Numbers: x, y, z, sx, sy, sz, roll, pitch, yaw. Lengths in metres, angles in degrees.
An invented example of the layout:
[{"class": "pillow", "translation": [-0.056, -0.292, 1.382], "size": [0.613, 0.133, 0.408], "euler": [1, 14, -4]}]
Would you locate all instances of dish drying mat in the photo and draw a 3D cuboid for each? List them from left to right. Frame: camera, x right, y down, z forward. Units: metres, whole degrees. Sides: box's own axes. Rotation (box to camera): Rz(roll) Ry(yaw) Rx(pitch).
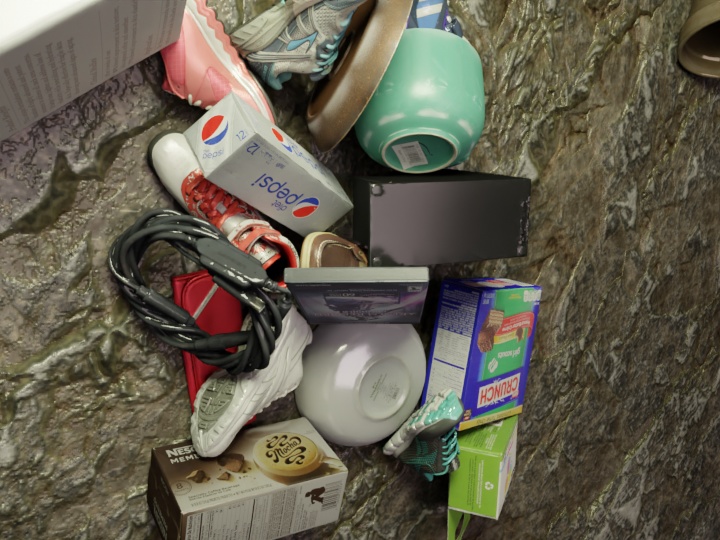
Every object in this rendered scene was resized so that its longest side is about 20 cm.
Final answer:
[{"class": "dish drying mat", "translation": [-0.168, 0.097, 0.749], "size": [0.077, 0.018, 0.201], "euler": [-15, 108, -31]}]

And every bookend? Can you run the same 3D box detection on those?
[{"class": "bookend", "translation": [0.066, -0.071, 0.781], "size": [0.199, 0.199, 0.092], "euler": [-5, 104, -22]}]

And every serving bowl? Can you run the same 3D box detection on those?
[{"class": "serving bowl", "translation": [0.015, 0.146, 0.853], "size": [0.200, 0.066, 0.201], "euler": [-9, 106, -33]}]

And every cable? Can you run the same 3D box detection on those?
[{"class": "cable", "translation": [-0.169, 0.024, 0.663], "size": [0.051, 0.200, 0.163], "euler": [-58, 173, -49]}]

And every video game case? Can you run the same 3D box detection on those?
[{"class": "video game case", "translation": [0.000, 0.032, 0.719], "size": [0.142, 0.200, 0.019], "euler": [0, 73, 3]}]

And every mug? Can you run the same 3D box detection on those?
[{"class": "mug", "translation": [0.082, -0.180, 0.750], "size": [0.185, 0.152, 0.115], "euler": [11, 66, -21]}]

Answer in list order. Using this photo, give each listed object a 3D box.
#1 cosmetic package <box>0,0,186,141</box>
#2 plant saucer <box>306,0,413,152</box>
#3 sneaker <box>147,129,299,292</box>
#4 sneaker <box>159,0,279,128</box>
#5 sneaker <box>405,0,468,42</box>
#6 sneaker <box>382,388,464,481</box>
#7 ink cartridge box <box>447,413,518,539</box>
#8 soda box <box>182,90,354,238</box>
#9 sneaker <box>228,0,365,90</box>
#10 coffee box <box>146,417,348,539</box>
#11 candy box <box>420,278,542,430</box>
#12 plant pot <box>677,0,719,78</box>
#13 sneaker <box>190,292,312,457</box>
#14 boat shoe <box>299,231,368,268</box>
[{"class": "cosmetic package", "translation": [-0.263, -0.235, 0.497], "size": [0.200, 0.167, 0.167], "euler": [-39, 99, -20]}, {"class": "plant saucer", "translation": [-0.009, -0.223, 0.682], "size": [0.032, 0.200, 0.201], "euler": [25, 86, -20]}, {"class": "sneaker", "translation": [-0.137, -0.060, 0.677], "size": [0.067, 0.108, 0.202], "euler": [-41, 120, -12]}, {"class": "sneaker", "translation": [-0.160, -0.197, 0.672], "size": [0.087, 0.074, 0.200], "euler": [-35, 116, -5]}, {"class": "sneaker", "translation": [0.087, -0.327, 0.797], "size": [0.146, 0.080, 0.201], "euler": [17, 87, -43]}, {"class": "sneaker", "translation": [0.103, 0.224, 0.851], "size": [0.091, 0.200, 0.078], "euler": [42, 59, 9]}, {"class": "ink cartridge box", "translation": [0.183, 0.326, 0.960], "size": [0.148, 0.076, 0.201], "euler": [-28, 120, -65]}, {"class": "soda box", "translation": [-0.088, -0.101, 0.672], "size": [0.068, 0.064, 0.200], "euler": [-38, 152, 13]}, {"class": "sneaker", "translation": [-0.042, -0.247, 0.653], "size": [0.086, 0.200, 0.078], "euler": [56, 48, -24]}, {"class": "coffee box", "translation": [-0.131, 0.249, 0.743], "size": [0.200, 0.113, 0.080], "euler": [-3, 115, -33]}, {"class": "candy box", "translation": [0.178, 0.116, 0.933], "size": [0.169, 0.077, 0.201], "euler": [-1, 103, -46]}, {"class": "plant pot", "translation": [0.652, -0.454, 1.087], "size": [0.200, 0.200, 0.174], "euler": [17, 75, -35]}, {"class": "sneaker", "translation": [-0.114, 0.132, 0.742], "size": [0.099, 0.078, 0.200], "euler": [44, 72, -41]}, {"class": "boat shoe", "translation": [0.000, 0.000, 0.760], "size": [0.200, 0.072, 0.072], "euler": [29, 65, -61]}]
